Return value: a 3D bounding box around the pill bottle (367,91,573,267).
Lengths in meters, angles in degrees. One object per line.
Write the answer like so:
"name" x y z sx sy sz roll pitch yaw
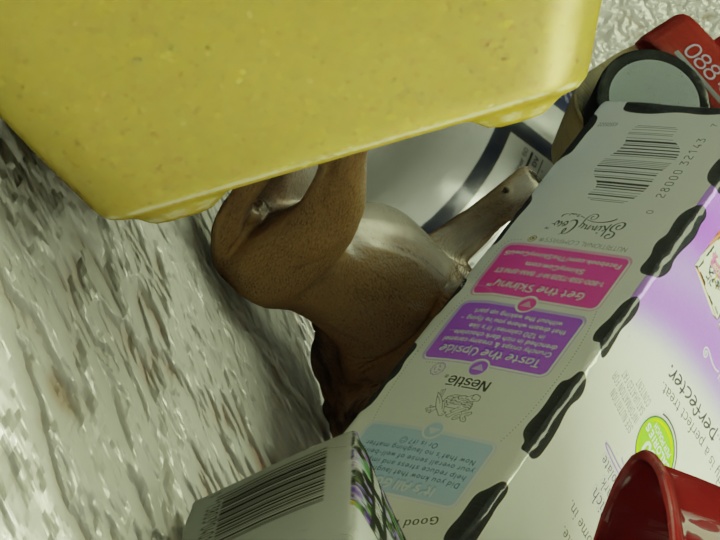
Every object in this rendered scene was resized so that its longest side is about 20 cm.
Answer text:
"pill bottle" 0.045 -0.042 0.968 0.199 0.111 0.111 34 23 -31

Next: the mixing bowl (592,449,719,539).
"mixing bowl" 0.107 0.150 0.563 0.200 0.107 0.202 -172 -90 -88

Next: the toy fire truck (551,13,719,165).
"toy fire truck" 0.194 -0.032 0.905 0.176 0.199 0.129 49 -23 17

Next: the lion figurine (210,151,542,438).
"lion figurine" 0.000 0.000 0.774 0.200 0.122 0.073 40 15 -40

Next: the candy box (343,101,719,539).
"candy box" 0.083 0.073 0.735 0.200 0.071 0.168 -50 129 -32

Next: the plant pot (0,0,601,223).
"plant pot" -0.028 -0.123 0.550 0.194 0.194 0.202 -59 134 -83

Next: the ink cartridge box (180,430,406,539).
"ink cartridge box" 0.018 0.147 0.522 0.109 0.050 0.201 -86 152 -78
